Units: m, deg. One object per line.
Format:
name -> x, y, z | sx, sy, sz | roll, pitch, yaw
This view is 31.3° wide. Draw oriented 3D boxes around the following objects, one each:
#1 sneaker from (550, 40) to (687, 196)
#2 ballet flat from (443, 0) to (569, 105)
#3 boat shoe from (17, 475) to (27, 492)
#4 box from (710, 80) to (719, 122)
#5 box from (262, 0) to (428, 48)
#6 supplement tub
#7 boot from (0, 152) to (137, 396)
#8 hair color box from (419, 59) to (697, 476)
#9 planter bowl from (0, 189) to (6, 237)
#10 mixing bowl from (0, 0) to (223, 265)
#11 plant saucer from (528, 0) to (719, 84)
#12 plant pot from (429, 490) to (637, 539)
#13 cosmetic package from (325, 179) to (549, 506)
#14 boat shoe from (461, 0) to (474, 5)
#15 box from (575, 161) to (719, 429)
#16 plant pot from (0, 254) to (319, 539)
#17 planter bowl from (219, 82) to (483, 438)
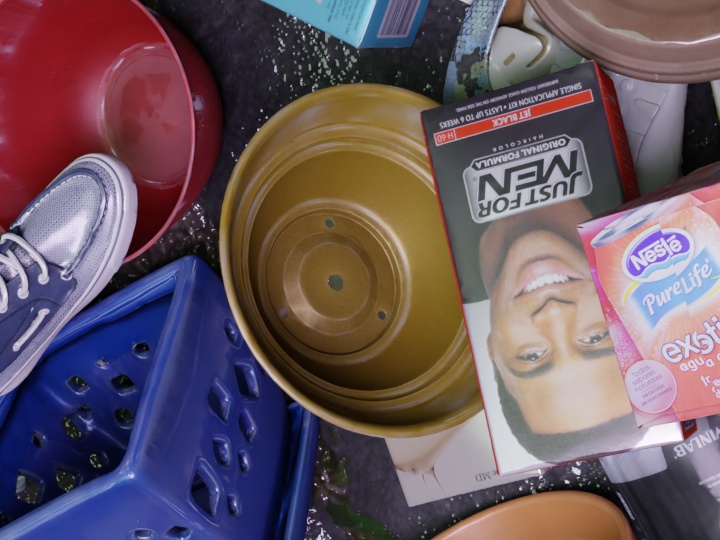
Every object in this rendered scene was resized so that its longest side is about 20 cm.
sneaker -> 0.160, -0.079, 0.760 | 0.076, 0.080, 0.200 | 18, 105, 40
ballet flat -> 0.108, -0.161, 0.769 | 0.074, 0.074, 0.200 | 27, 112, 20
boat shoe -> -0.303, 0.158, 1.051 | 0.071, 0.070, 0.201 | 28, 107, -5
box -> 0.257, -0.115, 0.722 | 0.117, 0.048, 0.200 | -12, 96, 28
box -> -0.057, -0.208, 0.843 | 0.200, 0.082, 0.049 | 29, 111, 20
supplement tub -> 0.232, 0.155, 0.739 | 0.122, 0.122, 0.200 | -31, 85, 28
boot -> -0.224, 0.010, 0.832 | 0.073, 0.090, 0.200 | 39, 106, 15
hair color box -> 0.106, 0.001, 0.688 | 0.101, 0.061, 0.200 | -15, 83, 19
planter bowl -> -0.314, 0.008, 0.963 | 0.135, 0.200, 0.200 | 39, 115, -5
mixing bowl -> -0.171, -0.107, 0.905 | 0.200, 0.108, 0.201 | 6, 102, 26
plant saucer -> 0.175, -0.202, 0.692 | 0.200, 0.029, 0.200 | 0, 89, 17
plant pot -> 0.105, 0.251, 0.795 | 0.200, 0.200, 0.140 | -23, 106, 28
cosmetic package -> 0.054, 0.040, 0.838 | 0.103, 0.073, 0.200 | -21, 89, 27
boat shoe -> 0.023, -0.252, 0.809 | 0.069, 0.072, 0.200 | -48, 68, 26
box -> 0.195, -0.004, 0.636 | 0.095, 0.200, 0.103 | -17, 91, 31
plant pot -> -0.142, 0.143, 0.874 | 0.200, 0.200, 0.180 | -27, 123, 27
planter bowl -> 0.000, 0.000, 0.745 | 0.083, 0.200, 0.201 | -25, 87, 62
